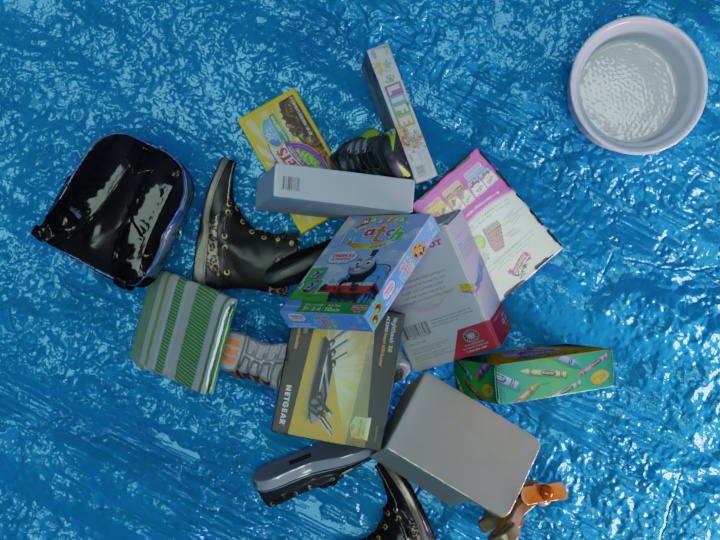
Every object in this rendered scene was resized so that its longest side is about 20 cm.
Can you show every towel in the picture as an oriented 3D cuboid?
[{"bbox_3d":[-0.263,0.088,1.622,0.023,0.200,0.153,13,92,-45],"label":"towel"}]

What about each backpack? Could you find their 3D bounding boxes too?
[{"bbox_3d":[-0.343,-0.095,1.617,0.183,0.147,0.200,29,92,1],"label":"backpack"}]

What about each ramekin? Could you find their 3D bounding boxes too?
[{"bbox_3d":[0.402,-0.269,1.640,0.200,0.098,0.201,0,92,0],"label":"ramekin"}]

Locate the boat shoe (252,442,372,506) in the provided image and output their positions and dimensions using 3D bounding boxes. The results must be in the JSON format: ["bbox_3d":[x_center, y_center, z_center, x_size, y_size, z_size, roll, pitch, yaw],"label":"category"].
[{"bbox_3d":[-0.063,0.302,1.677,0.200,0.069,0.057,-18,111,2],"label":"boat shoe"}]

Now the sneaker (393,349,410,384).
[{"bbox_3d":[-0.023,0.148,1.672,0.200,0.078,0.099,-23,58,13],"label":"sneaker"}]

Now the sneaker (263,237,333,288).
[{"bbox_3d":[-0.048,0.015,1.625,0.199,0.076,0.114,-20,100,-41],"label":"sneaker"}]

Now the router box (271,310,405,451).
[{"bbox_3d":[-0.032,0.144,1.565,0.157,0.052,0.200,10,84,-4],"label":"router box"}]

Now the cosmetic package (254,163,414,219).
[{"bbox_3d":[-0.040,-0.108,1.582,0.200,0.151,0.052,6,82,-15],"label":"cosmetic package"}]

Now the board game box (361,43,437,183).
[{"bbox_3d":[0.054,-0.222,1.621,0.034,0.134,0.200,-21,92,-3],"label":"board game box"}]

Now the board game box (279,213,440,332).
[{"bbox_3d":[0.000,0.000,1.512,0.200,0.151,0.037,-55,129,-35],"label":"board game box"}]

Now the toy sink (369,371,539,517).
[{"bbox_3d":[0.136,0.261,1.607,0.200,0.112,0.130,30,69,-3],"label":"toy sink"}]

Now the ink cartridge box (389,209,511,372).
[{"bbox_3d":[0.113,0.030,1.617,0.147,0.086,0.200,-18,101,27],"label":"ink cartridge box"}]

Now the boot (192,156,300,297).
[{"bbox_3d":[-0.165,-0.060,1.657,0.150,0.073,0.200,11,86,-4],"label":"boot"}]

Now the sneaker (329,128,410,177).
[{"bbox_3d":[0.014,-0.158,1.587,0.081,0.200,0.074,-23,100,-12],"label":"sneaker"}]

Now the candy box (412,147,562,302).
[{"bbox_3d":[0.187,-0.065,1.663,0.136,0.061,0.200,-40,91,2],"label":"candy box"}]

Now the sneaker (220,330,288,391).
[{"bbox_3d":[-0.128,0.140,1.643,0.200,0.112,0.078,23,82,2],"label":"sneaker"}]

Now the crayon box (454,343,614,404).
[{"bbox_3d":[0.252,0.149,1.608,0.200,0.119,0.058,-5,93,-24],"label":"crayon box"}]

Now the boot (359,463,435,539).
[{"bbox_3d":[0.028,0.398,1.667,0.150,0.073,0.200,-25,95,2],"label":"boot"}]

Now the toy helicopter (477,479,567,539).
[{"bbox_3d":[0.228,0.353,1.607,0.132,0.200,0.079,-29,92,18],"label":"toy helicopter"}]

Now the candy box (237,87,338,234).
[{"bbox_3d":[-0.095,-0.165,1.677,0.102,0.026,0.200,-30,92,2],"label":"candy box"}]
